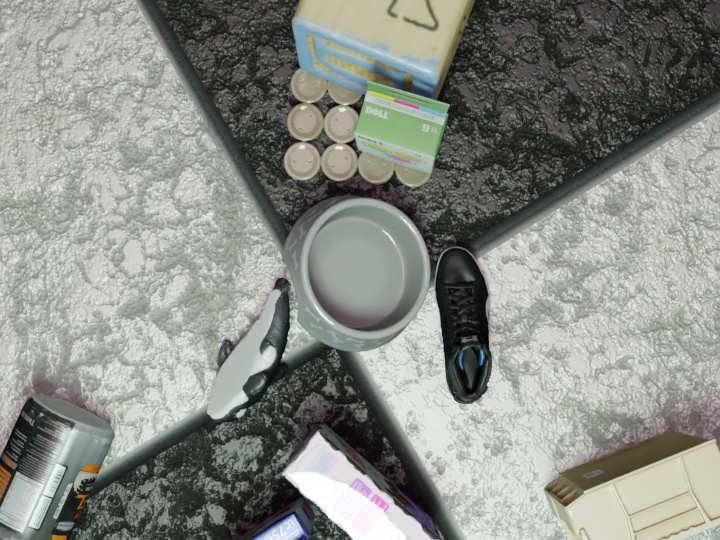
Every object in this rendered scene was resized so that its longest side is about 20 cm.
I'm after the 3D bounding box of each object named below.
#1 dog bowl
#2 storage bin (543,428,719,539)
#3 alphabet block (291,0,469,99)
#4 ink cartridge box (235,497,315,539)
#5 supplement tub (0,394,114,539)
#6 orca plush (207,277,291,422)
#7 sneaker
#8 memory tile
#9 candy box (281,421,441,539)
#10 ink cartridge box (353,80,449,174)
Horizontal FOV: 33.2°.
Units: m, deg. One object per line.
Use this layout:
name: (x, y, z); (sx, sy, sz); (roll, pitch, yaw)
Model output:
dog bowl: (0.000, 0.000, 1.529); (0.197, 0.059, 0.203); (2, 82, -19)
storage bin: (0.339, 0.276, 1.474); (0.196, 0.200, 0.095); (-22, 87, -1)
alphabet block: (0.039, -0.334, 1.492); (0.193, 0.196, 0.202); (22, 83, 1)
ink cartridge box: (-0.117, 0.335, 1.474); (0.119, 0.200, 0.042); (-33, 89, -1)
supplement tub: (-0.402, 0.269, 1.517); (0.121, 0.123, 0.202); (24, 89, 1)
orca plush: (-0.126, 0.110, 1.566); (0.104, 0.071, 0.203); (6, 74, 45)
sneaker: (0.137, 0.068, 1.527); (0.072, 0.112, 0.203); (-6, 88, -1)
memory tile: (0.001, -0.191, 1.586); (0.197, 0.017, 0.156); (4, 88, 1)
candy box: (0.001, 0.282, 1.492); (0.200, 0.168, 0.072); (41, 88, 1)
ink cartridge box: (0.050, -0.172, 1.476); (0.102, 0.200, 0.060); (18, 88, 2)
